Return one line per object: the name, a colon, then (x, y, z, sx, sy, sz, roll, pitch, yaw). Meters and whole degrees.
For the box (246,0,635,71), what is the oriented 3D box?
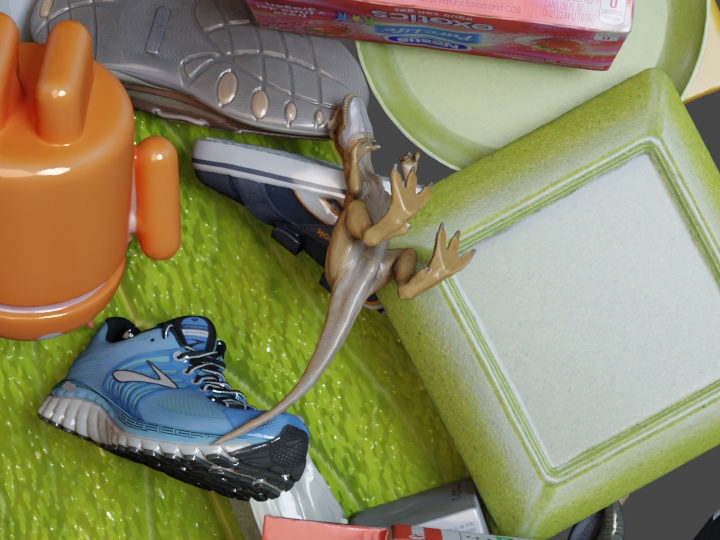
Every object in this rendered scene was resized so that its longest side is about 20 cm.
box: (0.044, -0.174, 0.780, 0.198, 0.095, 0.103, 7, 87, 3)

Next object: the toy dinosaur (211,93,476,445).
toy dinosaur: (0.000, 0.000, 0.765, 0.060, 0.106, 0.201, 31, 57, -30)

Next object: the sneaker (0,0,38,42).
sneaker: (-0.207, -0.176, 0.847, 0.073, 0.116, 0.201, 24, 90, 5)

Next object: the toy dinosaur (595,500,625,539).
toy dinosaur: (0.147, 0.219, 0.820, 0.102, 0.077, 0.201, -18, 103, 5)

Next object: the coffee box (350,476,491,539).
coffee box: (0.057, 0.230, 0.835, 0.079, 0.113, 0.201, -17, 89, 3)

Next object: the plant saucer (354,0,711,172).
plant saucer: (0.095, -0.147, 0.841, 0.198, 0.031, 0.202, 0, 90, 3)

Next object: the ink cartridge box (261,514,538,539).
ink cartridge box: (0.043, 0.188, 0.753, 0.198, 0.050, 0.110, 6, 90, 0)

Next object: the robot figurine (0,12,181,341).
robot figurine: (-0.181, -0.042, 0.822, 0.143, 0.201, 0.117, -25, 55, -32)

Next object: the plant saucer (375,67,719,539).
plant saucer: (0.124, 0.021, 0.795, 0.199, 0.048, 0.201, -28, 90, -1)

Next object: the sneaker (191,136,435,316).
sneaker: (-0.008, -0.021, 0.854, 0.199, 0.078, 0.080, 15, 97, 7)

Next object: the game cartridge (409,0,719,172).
game cartridge: (0.105, -0.170, 0.869, 0.175, 0.032, 0.201, -22, 90, 3)

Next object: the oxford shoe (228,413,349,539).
oxford shoe: (-0.029, 0.172, 0.865, 0.057, 0.075, 0.201, -19, 90, -22)

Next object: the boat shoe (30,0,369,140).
boat shoe: (-0.089, -0.118, 0.862, 0.199, 0.072, 0.076, 19, 74, 7)

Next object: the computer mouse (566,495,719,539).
computer mouse: (0.204, 0.153, 0.861, 0.140, 0.046, 0.200, 38, 104, -2)

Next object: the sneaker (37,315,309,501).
sneaker: (-0.102, 0.065, 0.824, 0.199, 0.078, 0.090, 12, 74, 44)
